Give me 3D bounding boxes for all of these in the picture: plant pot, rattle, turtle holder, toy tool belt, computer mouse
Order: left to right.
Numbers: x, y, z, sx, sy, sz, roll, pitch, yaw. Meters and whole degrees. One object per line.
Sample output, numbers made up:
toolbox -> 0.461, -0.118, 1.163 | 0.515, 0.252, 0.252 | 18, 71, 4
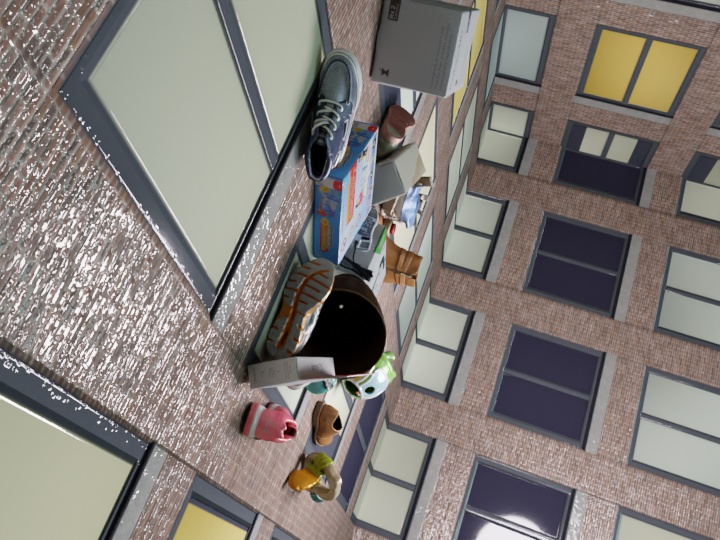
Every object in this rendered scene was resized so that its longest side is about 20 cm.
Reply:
rattle -> -0.136, 0.554, 1.768 | 0.143, 0.130, 0.200 | -45, 178, -44
plant pot -> -0.035, 0.085, 1.423 | 0.201, 0.183, 0.190 | -80, -179, -68
computer mouse -> -0.006, -0.069, 1.508 | 0.044, 0.108, 0.202 | 119, -10, -48
turtle holder -> 0.017, 0.269, 1.923 | 0.132, 0.140, 0.187 | -44, 163, -31
toy tool belt -> 0.120, -0.168, 1.851 | 0.125, 0.121, 0.203 | -55, 158, -55

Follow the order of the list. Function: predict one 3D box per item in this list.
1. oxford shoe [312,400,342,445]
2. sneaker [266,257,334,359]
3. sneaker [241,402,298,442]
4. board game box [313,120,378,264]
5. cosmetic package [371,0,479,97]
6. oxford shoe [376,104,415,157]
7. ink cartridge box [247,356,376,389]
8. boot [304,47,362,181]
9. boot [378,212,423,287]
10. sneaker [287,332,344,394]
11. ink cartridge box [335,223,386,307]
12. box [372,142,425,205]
oxford shoe -> -0.081, 0.409, 1.820 | 0.201, 0.070, 0.072 | 90, 19, -56
sneaker -> -0.106, 0.070, 1.275 | 0.202, 0.077, 0.077 | -61, 165, -10
sneaker -> -0.153, 0.295, 1.310 | 0.200, 0.085, 0.075 | 50, 59, -76
board game box -> -0.028, -0.152, 1.366 | 0.197, 0.055, 0.203 | -61, 162, -46
cosmetic package -> 0.135, -0.464, 1.443 | 0.200, 0.162, 0.168 | -49, 152, -62
oxford shoe -> 0.072, -0.324, 1.620 | 0.074, 0.070, 0.201 | -51, -178, 33
ink cartridge box -> -0.080, 0.175, 1.244 | 0.200, 0.173, 0.046 | 24, 57, -73
boot -> -0.046, -0.244, 1.127 | 0.091, 0.071, 0.203 | -67, 168, -52
boot -> 0.081, -0.048, 1.753 | 0.077, 0.152, 0.203 | -55, 158, -53
sneaker -> -0.102, 0.215, 1.465 | 0.200, 0.082, 0.123 | -42, 148, -51
ink cartridge box -> 0.000, 0.000, 1.622 | 0.201, 0.082, 0.148 | 87, 23, -58
box -> 0.076, -0.223, 1.604 | 0.079, 0.093, 0.200 | 66, 26, -14
